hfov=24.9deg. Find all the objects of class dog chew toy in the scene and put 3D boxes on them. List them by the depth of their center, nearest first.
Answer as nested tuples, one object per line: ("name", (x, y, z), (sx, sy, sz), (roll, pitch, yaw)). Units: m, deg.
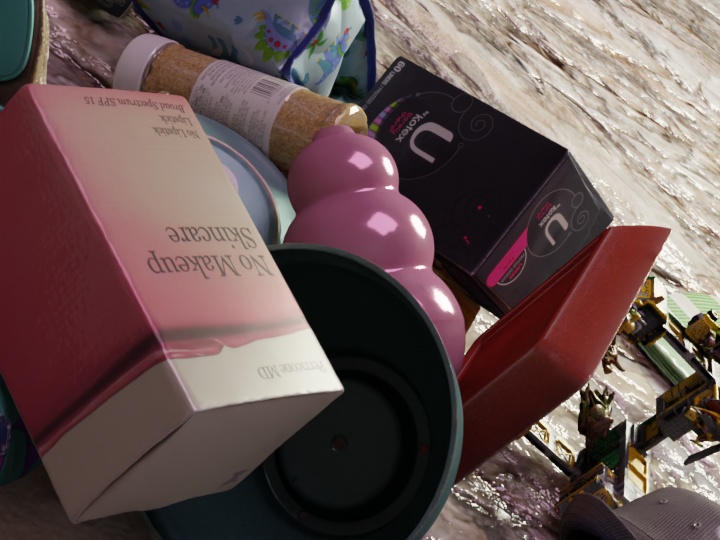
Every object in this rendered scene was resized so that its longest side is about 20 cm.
("dog chew toy", (0.000, 0.000, 1.119), (0.124, 0.124, 0.202), (-2, 76, -49))

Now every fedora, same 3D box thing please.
("fedora", (0.214, 0.211, 1.053), (0.200, 0.090, 0.178), (33, -31, 63))

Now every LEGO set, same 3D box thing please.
("LEGO set", (0.183, 0.113, 1.182), (0.154, 0.199, 0.116), (51, 26, -18))

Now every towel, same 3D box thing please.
("towel", (0.337, 0.080, 1.564), (0.199, 0.023, 0.153), (-4, 48, -50))

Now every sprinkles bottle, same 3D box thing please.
("sprinkles bottle", (-0.093, -0.122, 1.247), (0.199, 0.069, 0.068), (21, 21, 24))

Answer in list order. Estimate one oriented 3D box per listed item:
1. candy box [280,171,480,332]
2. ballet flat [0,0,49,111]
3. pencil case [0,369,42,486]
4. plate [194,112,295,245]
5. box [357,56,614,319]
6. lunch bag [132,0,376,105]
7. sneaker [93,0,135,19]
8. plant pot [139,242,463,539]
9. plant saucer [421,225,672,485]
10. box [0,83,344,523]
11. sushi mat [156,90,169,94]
("candy box", (-0.013, 0.007, 1.236), (0.200, 0.057, 0.117), (39, 28, 1))
("ballet flat", (-0.233, -0.119, 1.065), (0.070, 0.202, 0.065), (8, 8, 10))
("pencil case", (-0.183, 0.056, 0.931), (0.084, 0.093, 0.200), (17, 21, 18))
("plate", (-0.122, -0.038, 1.136), (0.198, 0.026, 0.202), (13, 54, -18))
("box", (0.078, -0.062, 1.284), (0.199, 0.123, 0.106), (34, -7, 40))
("lunch bag", (-0.079, -0.196, 1.358), (0.169, 0.128, 0.200), (31, -6, 18))
("sneaker", (-0.190, -0.267, 1.443), (0.090, 0.067, 0.200), (47, 29, 3))
("plant pot", (-0.026, 0.097, 0.974), (0.200, 0.200, 0.134), (47, 3, 19))
("plant saucer", (0.108, 0.060, 1.104), (0.037, 0.200, 0.200), (43, 40, -3))
("box", (-0.121, 0.014, 0.866), (0.127, 0.109, 0.201), (-3, 58, -54))
("sushi mat", (-0.187, -0.041, 1.033), (0.199, 0.012, 0.096), (-26, 88, -30))
